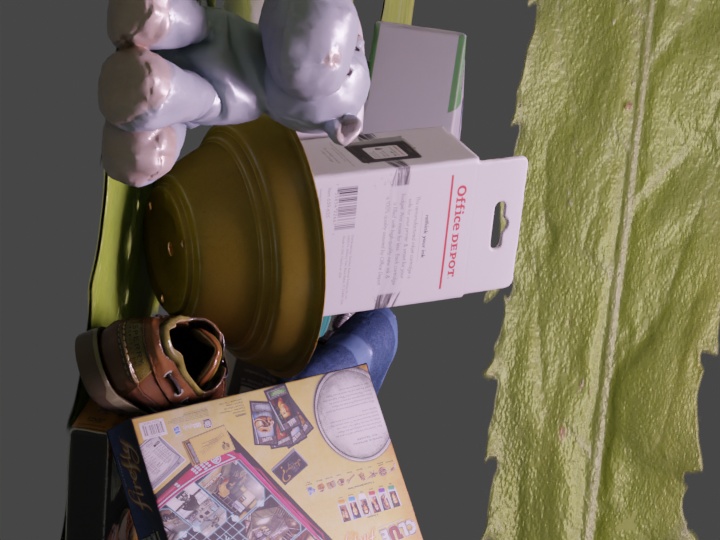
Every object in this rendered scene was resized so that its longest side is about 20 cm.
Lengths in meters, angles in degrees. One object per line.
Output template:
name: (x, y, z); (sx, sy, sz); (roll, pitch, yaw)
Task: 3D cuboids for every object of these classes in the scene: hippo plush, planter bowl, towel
hippo plush: (-0.077, -0.119, 1.406); (0.200, 0.160, 0.160); (89, 10, -55)
planter bowl: (-0.101, -0.019, 1.517); (0.200, 0.083, 0.202); (174, -90, -66)
towel: (-0.030, 0.101, 1.623); (0.200, 0.048, 0.112); (-39, 157, -60)

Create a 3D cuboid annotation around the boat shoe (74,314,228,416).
boat shoe: (-0.120, 0.069, 1.445); (0.200, 0.068, 0.072); (15, 57, -74)

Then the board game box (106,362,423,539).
board game box: (-0.060, 0.146, 1.423); (0.035, 0.199, 0.136); (-28, -104, 49)

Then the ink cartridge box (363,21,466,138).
ink cartridge box: (0.044, -0.109, 1.911); (0.200, 0.087, 0.146); (91, 8, -70)

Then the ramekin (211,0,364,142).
ramekin: (-0.057, -0.127, 1.663); (0.202, 0.094, 0.204); (-177, -90, -78)

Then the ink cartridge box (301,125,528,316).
ink cartridge box: (0.017, -0.038, 1.594); (0.067, 0.199, 0.116); (45, -44, 52)

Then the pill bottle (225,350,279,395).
pill bottle: (-0.103, 0.123, 1.705); (0.111, 0.110, 0.201); (90, 10, -53)

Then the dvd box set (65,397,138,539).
dvd box set: (-0.166, 0.138, 1.502); (0.200, 0.029, 0.147); (-66, 162, -70)

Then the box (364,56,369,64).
box: (-0.057, -0.092, 1.892); (0.128, 0.108, 0.201); (44, 53, -84)

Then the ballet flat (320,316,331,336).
ballet flat: (-0.089, 0.085, 1.945); (0.201, 0.068, 0.075); (-65, -154, 19)

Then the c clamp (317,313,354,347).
c clamp: (0.000, 0.000, 1.709); (0.201, 0.027, 0.171); (-61, 163, -9)
